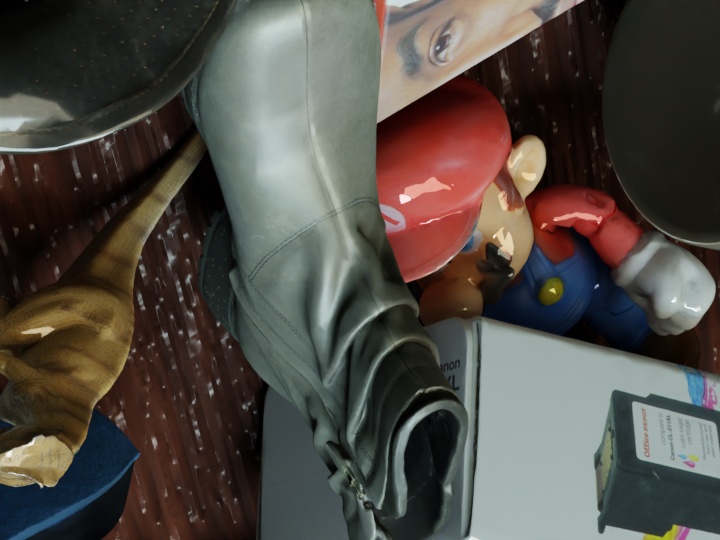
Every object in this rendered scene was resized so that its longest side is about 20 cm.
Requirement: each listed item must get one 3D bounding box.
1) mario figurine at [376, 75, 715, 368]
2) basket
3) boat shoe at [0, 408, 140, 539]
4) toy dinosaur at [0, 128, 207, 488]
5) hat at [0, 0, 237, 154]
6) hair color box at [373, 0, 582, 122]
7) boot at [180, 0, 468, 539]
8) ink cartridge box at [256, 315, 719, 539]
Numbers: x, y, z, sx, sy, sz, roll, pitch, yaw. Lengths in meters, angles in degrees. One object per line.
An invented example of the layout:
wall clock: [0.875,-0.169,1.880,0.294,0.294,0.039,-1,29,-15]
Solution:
mario figurine: [0.049,0.012,1.099,0.124,0.106,0.200,-49,139,2]
basket: [0.198,-0.061,1.117,0.199,0.180,0.137,4,120,-40]
boat shoe: [-0.158,0.112,1.010,0.199,0.084,0.069,-16,140,-32]
toy dinosaur: [-0.098,0.018,0.997,0.106,0.201,0.061,-10,126,23]
hat: [-0.129,-0.115,0.865,0.200,0.201,0.081,-32,179,-19]
hair color box: [0.069,-0.144,1.009,0.199,0.064,0.111,-31,158,-18]
boot: [0.000,0.000,0.950,0.067,0.131,0.201,-22,147,-16]
ink cartridge box: [0.079,0.088,1.109,0.199,0.145,0.083,13,71,-31]
